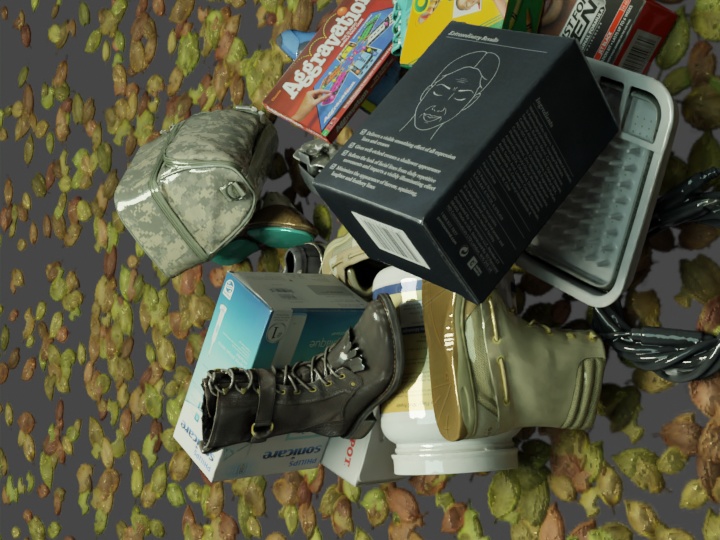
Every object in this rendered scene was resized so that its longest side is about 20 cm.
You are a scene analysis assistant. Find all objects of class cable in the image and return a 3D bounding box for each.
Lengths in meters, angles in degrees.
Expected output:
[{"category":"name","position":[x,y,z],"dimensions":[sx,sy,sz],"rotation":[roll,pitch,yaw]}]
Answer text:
[{"category":"cable","position":[0.282,0.015,0.915],"dimensions":[0.200,0.051,0.164],"rotation":[-38,69,43]}]

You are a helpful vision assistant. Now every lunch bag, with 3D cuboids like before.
[{"category":"lunch bag","position":[-0.188,-0.112,1.294],"dimensions":[0.167,0.140,0.200],"rotation":[-24,25,17]}]

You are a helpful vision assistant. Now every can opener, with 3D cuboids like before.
[{"category":"can opener","position":[-0.006,-0.102,1.225],"dimensions":[0.200,0.053,0.067],"rotation":[34,142,42]}]

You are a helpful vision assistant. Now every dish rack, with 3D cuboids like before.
[{"category":"dish rack","position":[0.199,-0.085,0.931],"dimensions":[0.171,0.043,0.201],"rotation":[32,117,45]}]

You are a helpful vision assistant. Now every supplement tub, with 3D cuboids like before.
[{"category":"supplement tub","position":[0.087,0.096,1.032],"dimensions":[0.144,0.144,0.201],"rotation":[-12,78,44]}]

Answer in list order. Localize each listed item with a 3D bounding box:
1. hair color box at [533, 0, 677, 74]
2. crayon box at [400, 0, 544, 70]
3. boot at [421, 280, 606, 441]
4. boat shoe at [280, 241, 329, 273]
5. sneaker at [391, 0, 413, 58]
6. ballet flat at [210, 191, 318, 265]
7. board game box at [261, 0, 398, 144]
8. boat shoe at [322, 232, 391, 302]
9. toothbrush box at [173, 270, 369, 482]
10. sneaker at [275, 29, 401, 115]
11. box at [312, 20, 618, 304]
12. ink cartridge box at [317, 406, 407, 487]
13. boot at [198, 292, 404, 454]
[{"category":"hair color box","position":[0.194,-0.247,1.012],"dimensions":[0.200,0.061,0.102],"rotation":[44,118,39]},{"category":"crayon box","position":[0.118,-0.284,1.005],"dimensions":[0.118,0.058,0.201],"rotation":[16,95,43]},{"category":"boot","position":[0.139,0.048,0.942],"dimensions":[0.073,0.154,0.201],"rotation":[152,117,-67]},{"category":"boat shoe","position":[-0.107,0.041,1.294],"dimensions":[0.200,0.062,0.073],"rotation":[-52,53,29]},{"category":"sneaker","position":[0.062,-0.258,1.110],"dimensions":[0.080,0.077,0.200],"rotation":[-38,66,9]},{"category":"ballet flat","position":[-0.124,-0.059,1.331],"dimensions":[0.199,0.068,0.073],"rotation":[-16,56,48]},{"category":"board game box","position":[-0.013,-0.242,1.175],"dimensions":[0.103,0.019,0.200],"rotation":[30,79,32]},{"category":"boat shoe","position":[0.000,0.000,1.138],"dimensions":[0.200,0.072,0.065],"rotation":[130,153,-61]},{"category":"toothbrush box","position":[-0.089,0.108,1.088],"dimensions":[0.085,0.146,0.201],"rotation":[39,115,40]},{"category":"sneaker","position":[-0.023,-0.253,1.241],"dimensions":[0.200,0.066,0.079],"rotation":[39,100,41]},{"category":"box","position":[0.087,-0.096,0.872],"dimensions":[0.200,0.107,0.148],"rotation":[-50,39,-13]},{"category":"ink cartridge box","position":[-0.024,0.134,1.185],"dimensions":[0.199,0.084,0.146],"rotation":[24,104,44]},{"category":"boot","position":[-0.060,0.103,0.972],"dimensions":[0.069,0.173,0.201],"rotation":[-113,33,-44]}]
